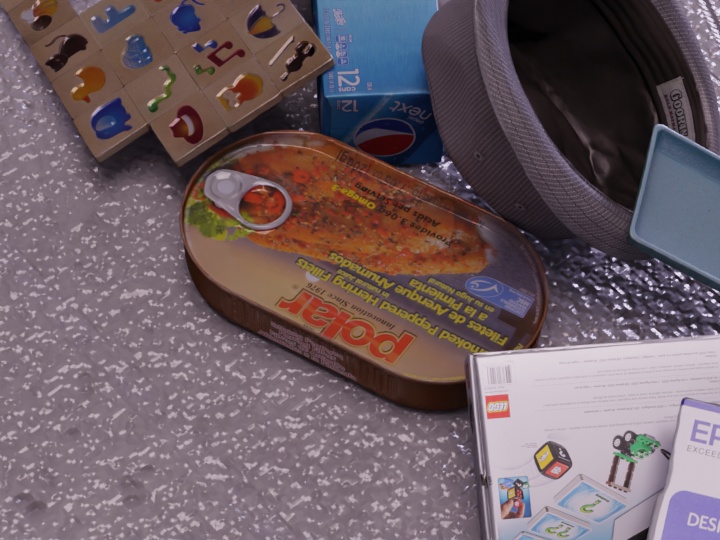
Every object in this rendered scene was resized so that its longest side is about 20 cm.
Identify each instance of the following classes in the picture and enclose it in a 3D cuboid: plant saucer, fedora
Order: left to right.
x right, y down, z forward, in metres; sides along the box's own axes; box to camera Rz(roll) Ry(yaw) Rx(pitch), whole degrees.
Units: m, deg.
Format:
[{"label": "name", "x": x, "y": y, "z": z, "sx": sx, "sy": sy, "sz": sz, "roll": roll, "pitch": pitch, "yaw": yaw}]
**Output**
[{"label": "fedora", "x": 0.097, "y": -0.092, "z": 1.032, "sx": 0.200, "sy": 0.090, "sz": 0.177, "roll": 46, "pitch": 49, "yaw": -23}, {"label": "plant saucer", "x": 0.219, "y": 0.001, "z": 1.003, "sx": 0.200, "sy": 0.019, "sz": 0.070, "roll": 26, "pitch": 59, "yaw": -14}]

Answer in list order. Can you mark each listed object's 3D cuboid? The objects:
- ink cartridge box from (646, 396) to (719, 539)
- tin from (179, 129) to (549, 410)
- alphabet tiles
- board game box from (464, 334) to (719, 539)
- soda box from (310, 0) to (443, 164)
[{"label": "ink cartridge box", "x": 0.214, "y": 0.177, "z": 0.883, "sx": 0.197, "sy": 0.047, "sz": 0.201, "roll": 13, "pitch": 73, "yaw": 9}, {"label": "tin", "x": 0.000, "y": 0.000, "z": 1.034, "sx": 0.200, "sy": 0.042, "sz": 0.112, "roll": 26, "pitch": 55, "yaw": 16}, {"label": "alphabet tiles", "x": -0.100, "y": -0.146, "z": 1.104, "sx": 0.167, "sy": 0.008, "sz": 0.200, "roll": -33, "pitch": 53, "yaw": -3}, {"label": "board game box", "x": 0.153, "y": 0.095, "z": 0.949, "sx": 0.199, "sy": 0.035, "sz": 0.127, "roll": -4, "pitch": 79, "yaw": -4}, {"label": "soda box", "x": 0.006, "y": -0.155, "z": 1.123, "sx": 0.068, "sy": 0.064, "sz": 0.201, "roll": -3, "pitch": 56, "yaw": -3}]
